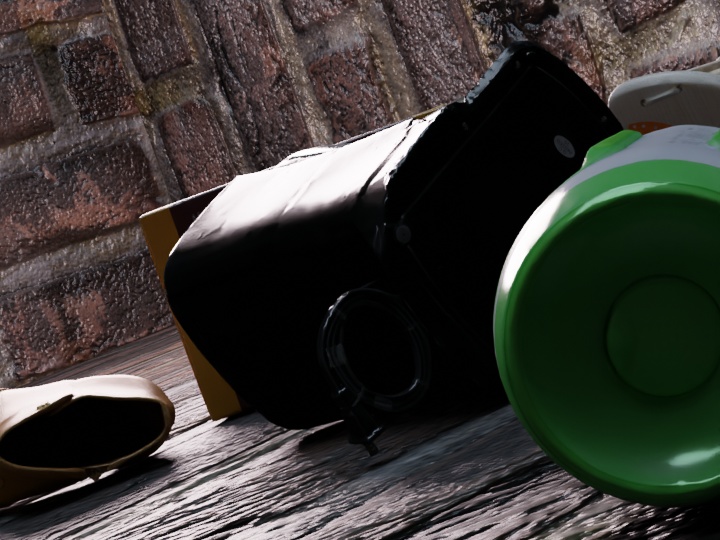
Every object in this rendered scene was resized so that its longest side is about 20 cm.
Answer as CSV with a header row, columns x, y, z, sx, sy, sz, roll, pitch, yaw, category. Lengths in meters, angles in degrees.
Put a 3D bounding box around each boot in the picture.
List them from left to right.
x,y,z,sx,sy,sz,roll,pitch,yaw,category
-0.202,0.098,1.105,0.201,0.071,0.144,-15,-1,-5,boot

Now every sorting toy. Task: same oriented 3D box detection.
x,y,z,sx,sy,sz,roll,pitch,yaw,category
0.255,-0.075,1.060,0.180,0.107,0.200,-11,6,28,sorting toy

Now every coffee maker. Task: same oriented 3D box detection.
x,y,z,sx,sy,sz,roll,pitch,yaw,category
0.000,0.000,0.882,0.192,0.135,0.200,-22,2,-35,coffee maker

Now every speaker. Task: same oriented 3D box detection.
x,y,z,sx,sy,sz,roll,pitch,yaw,category
0.087,0.005,0.538,0.088,0.089,0.200,-20,2,13,speaker

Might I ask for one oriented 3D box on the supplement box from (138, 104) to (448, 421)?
x,y,z,sx,sy,sz,roll,pitch,yaw,category
-0.008,-0.011,1.269,0.199,0.133,0.197,-19,2,9,supplement box
